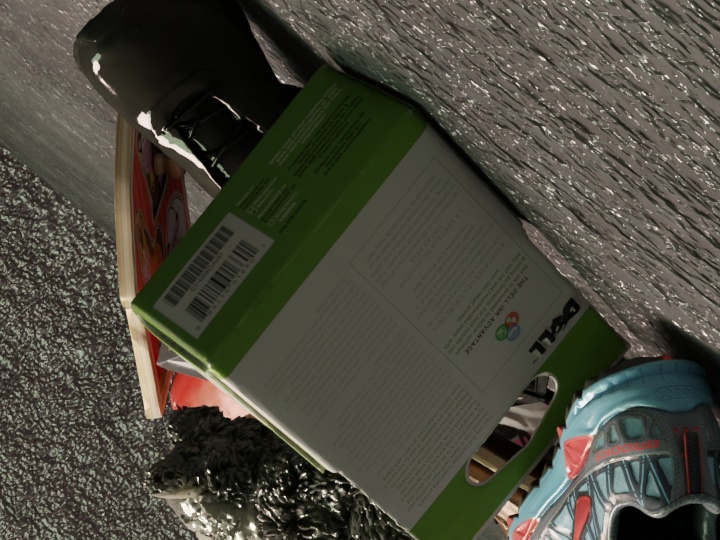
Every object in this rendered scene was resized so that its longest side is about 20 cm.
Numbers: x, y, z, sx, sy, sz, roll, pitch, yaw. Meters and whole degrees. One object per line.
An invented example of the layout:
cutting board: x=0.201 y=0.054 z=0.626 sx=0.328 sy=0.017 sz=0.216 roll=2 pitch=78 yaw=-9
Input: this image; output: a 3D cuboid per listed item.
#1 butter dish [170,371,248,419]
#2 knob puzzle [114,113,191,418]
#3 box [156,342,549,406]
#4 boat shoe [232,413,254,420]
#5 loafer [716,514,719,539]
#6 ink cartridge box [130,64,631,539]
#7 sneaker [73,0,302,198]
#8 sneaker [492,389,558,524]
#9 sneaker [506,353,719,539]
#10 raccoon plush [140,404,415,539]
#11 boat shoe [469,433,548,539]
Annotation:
butter dish: x=-0.044 y=0.081 z=1.574 sx=0.199 sy=0.148 sz=0.200 roll=40 pitch=-145 yaw=-8
knob puzzle: x=-0.124 y=-0.038 z=1.553 sx=0.030 sy=0.220 sz=0.220 roll=-2 pitch=166 yaw=7
box: x=-0.006 y=0.038 z=1.331 sx=0.157 sy=0.050 sz=0.200 roll=17 pitch=165 yaw=-20
boat shoe: x=-0.024 y=0.100 z=1.381 sx=0.200 sy=0.072 sz=0.072 roll=-21 pitch=86 yaw=51
loafer: x=0.202 y=0.137 z=1.176 sx=0.070 sy=0.075 sz=0.200 roll=42 pitch=175 yaw=-3
ink cartridge box: x=0.014 y=0.027 z=1.140 sx=0.200 sy=0.148 sz=0.076 roll=44 pitch=172 yaw=-40
sneaker: x=-0.056 y=-0.065 z=1.152 sx=0.200 sy=0.076 sz=0.091 roll=34 pitch=-159 yaw=-47
sneaker: x=0.100 y=0.115 z=1.469 sx=0.200 sy=0.086 sz=0.080 roll=28 pitch=-175 yaw=-41
sneaker: x=0.122 y=0.130 z=1.150 sx=0.200 sy=0.079 sz=0.096 roll=98 pitch=161 yaw=-52
raccoon plush: x=-0.017 y=0.074 z=1.237 sx=0.134 sy=0.200 sz=0.097 roll=32 pitch=-168 yaw=-5
boat shoe: x=0.106 y=0.148 z=1.299 sx=0.200 sy=0.068 sz=0.072 roll=32 pitch=-170 yaw=20
